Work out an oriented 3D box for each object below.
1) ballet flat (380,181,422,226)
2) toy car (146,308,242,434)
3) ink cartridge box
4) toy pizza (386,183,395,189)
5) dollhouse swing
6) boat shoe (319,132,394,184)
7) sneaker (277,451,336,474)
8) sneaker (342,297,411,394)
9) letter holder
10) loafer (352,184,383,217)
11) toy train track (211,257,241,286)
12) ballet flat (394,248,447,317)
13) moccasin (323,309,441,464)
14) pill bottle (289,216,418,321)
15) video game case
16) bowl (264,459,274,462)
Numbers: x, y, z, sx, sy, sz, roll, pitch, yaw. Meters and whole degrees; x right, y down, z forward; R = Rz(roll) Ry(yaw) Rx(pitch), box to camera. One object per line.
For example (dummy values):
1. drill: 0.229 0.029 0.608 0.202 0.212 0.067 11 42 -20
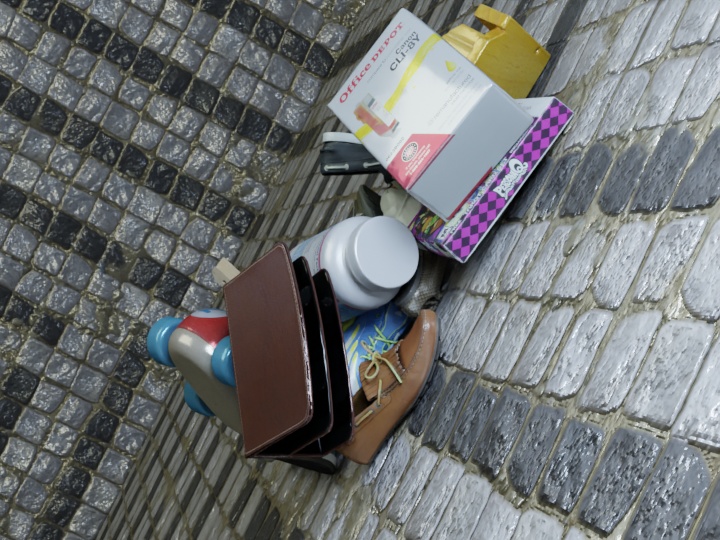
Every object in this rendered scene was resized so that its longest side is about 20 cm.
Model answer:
1. ballet flat: 0.061 -0.107 1.820 0.070 0.069 0.201 -50 17 47
2. toy car: -0.128 0.084 1.630 0.183 0.178 0.200 9 50 49
3. ink cartridge box: 0.070 -0.173 1.419 0.146 0.083 0.200 -50 43 10
4. toy pizza: 0.087 -0.195 1.989 0.201 0.031 0.201 -59 12 20
5. dollhouse swing: 0.098 -0.229 1.588 0.201 0.175 0.181 -57 -32 6
6. boat shoe: 0.039 -0.149 1.783 0.075 0.197 0.061 11 -94 -67
7. sneaker: -0.057 0.188 1.640 0.200 0.083 0.122 159 128 -75
8. sneaker: 0.006 0.089 1.585 0.105 0.075 0.201 -49 17 47
9. letter holder: -0.063 0.086 1.411 0.142 0.100 0.203 -36 57 48
10. loafer: 0.014 -0.066 1.907 0.070 0.075 0.200 -54 13 16
11. toy train track: -0.100 0.066 1.528 0.033 0.200 0.115 -42 9 35
12. ballet flat: 0.089 -0.016 1.557 0.067 0.046 0.201 -45 16 42
13. moccasin: 0.024 0.121 1.423 0.202 0.077 0.074 -55 14 32
14. pill bottle: -0.013 -0.001 1.537 0.199 0.108 0.110 -24 39 61
15. video game case: 0.138 -0.104 1.451 0.201 0.036 0.181 -53 13 -2
16. bowl: -0.104 0.155 1.797 0.093 0.203 0.201 -14 24 8
